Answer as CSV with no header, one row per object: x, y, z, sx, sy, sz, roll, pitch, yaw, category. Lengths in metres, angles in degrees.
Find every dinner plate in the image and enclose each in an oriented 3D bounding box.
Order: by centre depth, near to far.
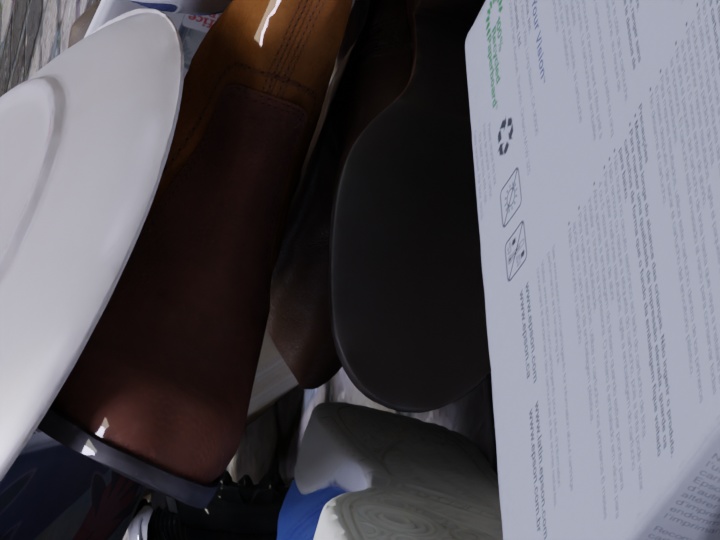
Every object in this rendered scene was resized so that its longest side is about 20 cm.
-0.116,0.006,0.759,0.200,0.024,0.200,-46,24,27,dinner plate

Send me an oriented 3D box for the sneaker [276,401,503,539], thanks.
0.005,0.112,0.718,0.200,0.076,0.112,-130,54,-76,sneaker

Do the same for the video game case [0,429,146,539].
-0.149,0.140,0.905,0.182,0.023,0.200,-10,-53,-65,video game case

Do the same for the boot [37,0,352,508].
-0.021,-0.046,0.740,0.200,0.068,0.188,-60,4,16,boot

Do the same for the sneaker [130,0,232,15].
-0.110,-0.137,0.849,0.200,0.082,0.074,32,75,36,sneaker

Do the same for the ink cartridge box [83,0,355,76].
-0.059,-0.074,0.951,0.200,0.085,0.146,-67,6,-27,ink cartridge box

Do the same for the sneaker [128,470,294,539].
-0.052,0.124,0.982,0.200,0.066,0.091,137,136,-74,sneaker

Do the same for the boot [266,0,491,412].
0.000,0.000,0.824,0.200,0.064,0.187,125,162,-56,boot

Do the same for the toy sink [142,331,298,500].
-0.136,0.004,1.067,0.200,0.112,0.130,55,148,5,toy sink

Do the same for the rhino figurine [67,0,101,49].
-0.104,-0.037,1.216,0.060,0.087,0.201,-114,35,-66,rhino figurine

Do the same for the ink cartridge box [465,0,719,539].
0.076,-0.036,0.588,0.200,0.040,0.200,116,157,-52,ink cartridge box
